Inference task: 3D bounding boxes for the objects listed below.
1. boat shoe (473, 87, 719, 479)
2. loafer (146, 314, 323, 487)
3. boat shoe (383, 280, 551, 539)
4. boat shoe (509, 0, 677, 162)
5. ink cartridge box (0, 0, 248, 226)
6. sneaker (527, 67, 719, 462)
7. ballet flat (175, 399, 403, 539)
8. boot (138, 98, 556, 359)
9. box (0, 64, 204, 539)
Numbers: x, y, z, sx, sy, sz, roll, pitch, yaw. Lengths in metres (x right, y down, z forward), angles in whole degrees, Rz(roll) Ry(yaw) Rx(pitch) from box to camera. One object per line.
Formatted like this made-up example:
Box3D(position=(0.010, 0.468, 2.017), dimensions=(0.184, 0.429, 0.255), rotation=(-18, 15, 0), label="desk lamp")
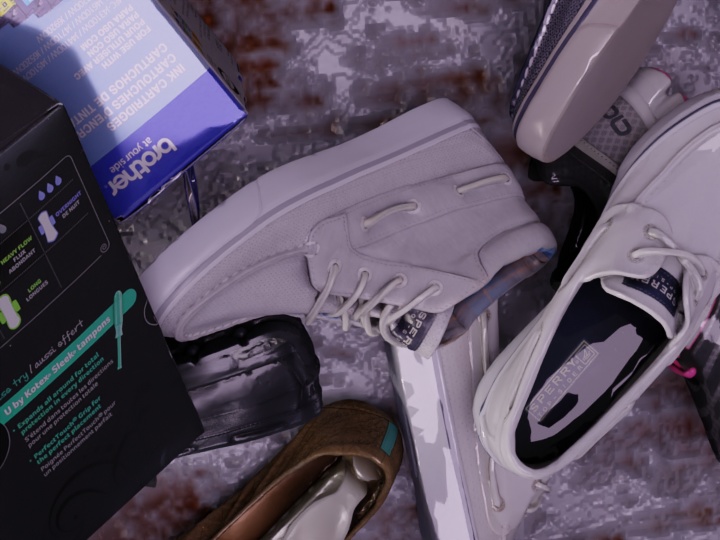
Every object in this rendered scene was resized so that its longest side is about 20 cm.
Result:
Box3D(position=(0.125, 0.010, 0.823), dimensions=(0.073, 0.065, 0.200), rotation=(31, 93, -9), label="boat shoe")
Box3D(position=(-0.114, 0.074, 0.873), dimensions=(0.200, 0.068, 0.071), rotation=(-18, 119, 1), label="loafer")
Box3D(position=(0.061, 0.096, 0.908), dimensions=(0.070, 0.071, 0.201), rotation=(-13, 99, -5), label="boat shoe")
Box3D(position=(0.101, -0.153, 0.846), dimensions=(0.093, 0.075, 0.200), rotation=(32, 90, 18), label="boat shoe")
Box3D(position=(-0.118, -0.106, 0.796), dimensions=(0.076, 0.136, 0.200), rotation=(-40, 105, 6), label="ink cartridge box")
Box3D(position=(0.137, 0.009, 0.895), dimensions=(0.087, 0.074, 0.200), rotation=(-22, 100, -3), label="sneaker")
Box3D(position=(-0.052, 0.146, 0.898), dimensions=(0.200, 0.072, 0.068), rotation=(-44, 104, 4), label="ballet flat")
Box3D(position=(0.000, 0.000, 0.823), dimensions=(0.200, 0.074, 0.096), rotation=(-30, 73, -30), label="boot")
Box3D(position=(-0.175, 0.012, 0.754), dimensions=(0.124, 0.148, 0.200), rotation=(-43, 141, -22), label="box")
